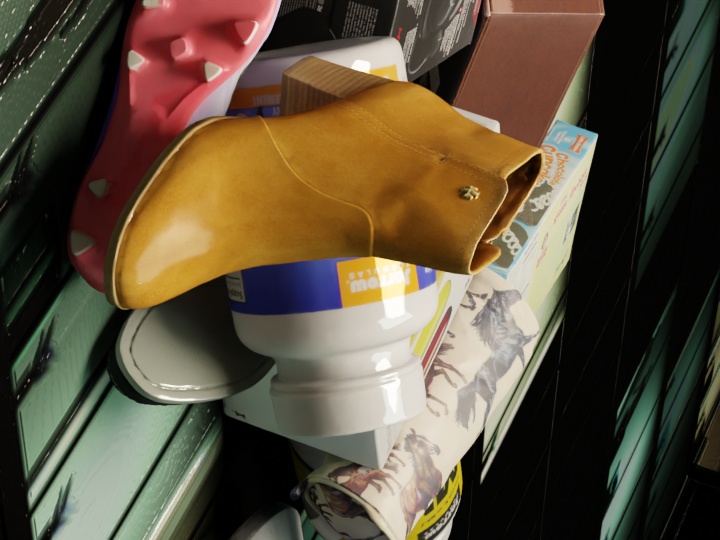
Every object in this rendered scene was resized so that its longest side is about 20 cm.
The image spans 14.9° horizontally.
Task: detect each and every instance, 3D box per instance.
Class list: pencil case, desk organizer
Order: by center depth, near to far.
[{"bbox_3d":[0.039,0.086,1.740,0.078,0.089,0.200,46,63,-25],"label":"pencil case"},{"bbox_3d":[0.094,-0.146,1.779,0.200,0.077,0.072,112,-24,-63],"label":"desk organizer"}]

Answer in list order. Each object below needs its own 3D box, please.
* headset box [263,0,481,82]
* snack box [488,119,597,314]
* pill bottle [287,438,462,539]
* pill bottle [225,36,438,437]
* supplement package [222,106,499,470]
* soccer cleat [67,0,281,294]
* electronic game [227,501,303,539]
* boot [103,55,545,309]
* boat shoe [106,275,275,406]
[{"bbox_3d":[0.024,-0.195,1.597,0.200,0.077,0.149,-42,148,-64],"label":"headset box"},{"bbox_3d":[0.114,-0.010,1.965,0.200,0.037,0.116,-54,159,-51],"label":"snack box"},{"bbox_3d":[0.012,0.130,1.880,0.200,0.114,0.114,80,32,-62],"label":"pill bottle"},{"bbox_3d":[-0.019,-0.018,1.455,0.112,0.112,0.201,-30,112,-69],"label":"pill bottle"},{"bbox_3d":[0.000,0.000,1.682,0.114,0.109,0.200,83,29,-59],"label":"supplement package"},{"bbox_3d":[-0.090,-0.082,1.351,0.076,0.067,0.200,52,59,-86],"label":"soccer cleat"},{"bbox_3d":[-0.093,0.239,1.767,0.200,0.042,0.200,-57,166,-23],"label":"electronic game"},{"bbox_3d":[-0.012,-0.027,1.298,0.201,0.144,0.071,-44,148,-38],"label":"boot"},{"bbox_3d":[-0.079,0.035,1.518,0.060,0.076,0.200,-33,174,38],"label":"boat shoe"}]
